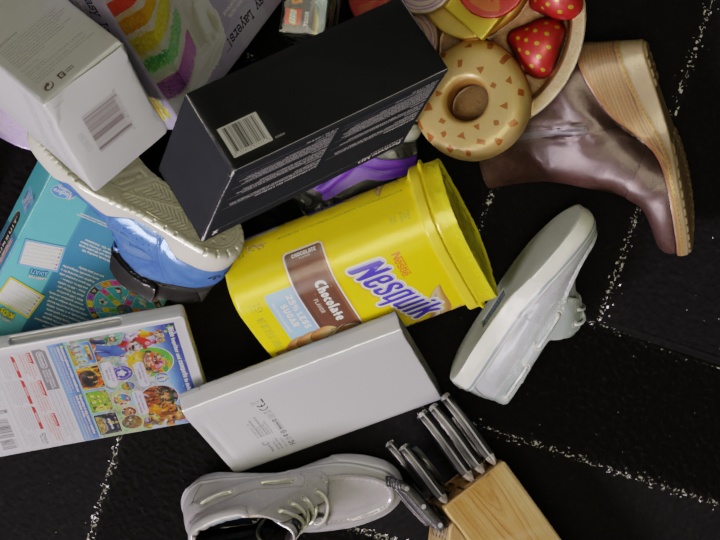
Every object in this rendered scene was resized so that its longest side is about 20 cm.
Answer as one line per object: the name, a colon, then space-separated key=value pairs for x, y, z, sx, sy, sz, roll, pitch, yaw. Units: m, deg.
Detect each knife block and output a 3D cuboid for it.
knife block: x=0.118 y=0.202 z=1.694 sx=0.199 sy=0.064 sz=0.176 roll=8 pitch=88 yaw=-13

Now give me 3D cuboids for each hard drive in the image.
hard drive: x=-0.041 y=0.108 z=1.668 sx=0.200 sy=0.132 sz=0.027 roll=-20 pitch=55 yaw=8

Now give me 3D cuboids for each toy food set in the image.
toy food set: x=0.088 y=-0.208 z=1.601 sx=0.198 sy=0.049 sz=0.200 roll=42 pitch=103 yaw=14

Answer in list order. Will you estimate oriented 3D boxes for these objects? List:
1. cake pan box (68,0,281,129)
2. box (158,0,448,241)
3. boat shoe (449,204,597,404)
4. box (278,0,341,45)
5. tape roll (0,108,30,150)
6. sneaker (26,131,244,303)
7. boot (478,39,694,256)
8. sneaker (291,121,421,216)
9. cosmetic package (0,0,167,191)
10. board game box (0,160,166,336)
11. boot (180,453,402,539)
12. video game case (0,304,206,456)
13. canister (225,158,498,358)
cake pan box: x=-0.148 y=-0.244 z=1.541 sx=0.052 sy=0.200 sz=0.184 roll=8 pitch=140 yaw=36
box: x=-0.047 y=-0.118 z=1.514 sx=0.200 sy=0.141 sz=0.079 roll=-27 pitch=76 yaw=-23
boat shoe: x=0.155 y=0.033 z=1.658 sx=0.071 sy=0.070 sz=0.201 roll=29 pitch=116 yaw=-12
box: x=-0.031 y=-0.282 z=1.555 sx=0.040 sy=0.137 sz=0.201 roll=7 pitch=91 yaw=3
tape roll: x=-0.254 y=-0.202 z=1.639 sx=0.200 sy=0.066 sz=0.201 roll=1 pitch=102 yaw=4
sneaker: x=-0.198 y=-0.045 z=1.583 sx=0.200 sy=0.077 sz=0.111 roll=32 pitch=140 yaw=-4
boot: x=0.190 y=-0.093 z=1.645 sx=0.166 sy=0.072 sz=0.200 roll=-15 pitch=102 yaw=19
sneaker: x=-0.048 y=-0.084 z=1.648 sx=0.200 sy=0.070 sz=0.100 roll=2 pitch=104 yaw=4
cosmetic package: x=-0.251 y=-0.164 z=1.500 sx=0.081 sy=0.113 sz=0.200 roll=-40 pitch=55 yaw=-13
board game box: x=-0.250 y=0.017 z=1.664 sx=0.151 sy=0.047 sz=0.200 roll=23 pitch=104 yaw=-28
boot: x=-0.056 y=0.217 z=1.686 sx=0.199 sy=0.096 sz=0.074 roll=-7 pitch=111 yaw=-4
video game case: x=-0.235 y=0.096 z=1.641 sx=0.199 sy=0.018 sz=0.143 roll=-10 pitch=138 yaw=1
canister: x=0.000 y=0.000 z=1.631 sx=0.200 sy=0.087 sz=0.149 roll=-21 pitch=144 yaw=10
